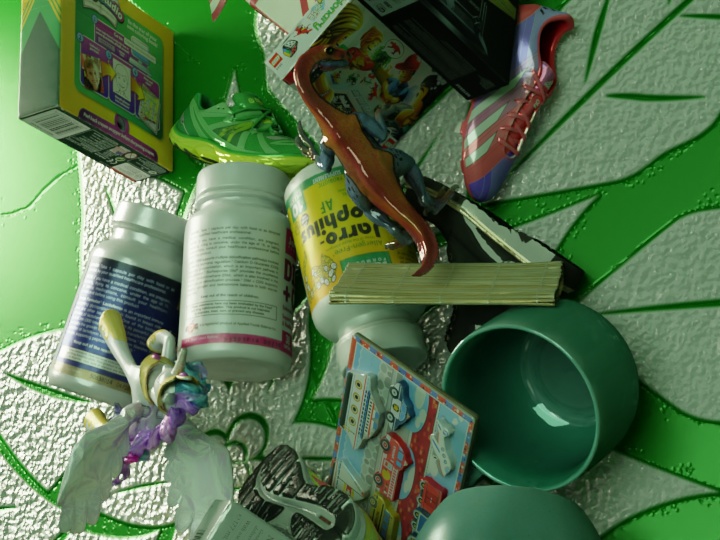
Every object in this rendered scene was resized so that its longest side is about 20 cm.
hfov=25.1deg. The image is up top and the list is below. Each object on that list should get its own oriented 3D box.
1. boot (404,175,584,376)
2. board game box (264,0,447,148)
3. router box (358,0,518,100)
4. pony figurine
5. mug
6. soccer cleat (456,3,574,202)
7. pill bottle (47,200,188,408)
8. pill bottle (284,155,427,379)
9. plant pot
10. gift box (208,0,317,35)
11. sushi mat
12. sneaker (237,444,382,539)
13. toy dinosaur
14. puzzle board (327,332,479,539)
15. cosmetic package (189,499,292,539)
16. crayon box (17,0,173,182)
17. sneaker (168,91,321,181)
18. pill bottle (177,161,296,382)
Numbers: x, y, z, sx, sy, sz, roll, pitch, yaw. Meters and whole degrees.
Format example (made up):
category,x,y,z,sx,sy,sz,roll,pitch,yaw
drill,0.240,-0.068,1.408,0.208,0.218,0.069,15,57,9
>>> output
category,x,y,z,sx,sy,sz,roll,pitch,yaw
boot,0.092,0.008,1.512,0.200,0.077,0.139,35,97,34
board game box,0.008,-0.199,1.548,0.126,0.200,0.035,-49,56,7
router box,0.068,-0.277,1.483,0.052,0.200,0.158,-17,49,37
pony figurine,-0.201,0.144,1.503,0.200,0.166,0.194,29,110,63
mug,0.151,0.103,1.407,0.184,0.114,0.153,-11,100,38
soccer cleat,0.147,-0.160,1.540,0.076,0.067,0.201,7,74,32
pill bottle,-0.236,0.038,1.658,0.115,0.116,0.201,13,81,32
pill bottle,0.000,0.000,1.540,0.112,0.113,0.201,-24,64,21
plant pot,0.122,0.274,1.340,0.200,0.201,0.162,-8,57,27
gift box,-0.036,-0.290,1.612,0.184,0.187,0.200,36,92,33
sushi mat,0.078,0.010,1.419,0.199,0.096,0.012,0,108,10
sneaker,-0.043,0.230,1.492,0.078,0.090,0.200,-51,32,-6
toy dinosaur,0.009,-0.115,1.443,0.105,0.182,0.200,-40,23,0
puzzle board,0.030,0.175,1.453,0.150,0.017,0.201,33,128,33
cosmetic package,-0.069,0.300,1.422,0.113,0.200,0.081,-59,11,-15
crayon box,-0.276,-0.210,1.712,0.058,0.200,0.173,-13,68,25
sneaker,-0.115,-0.142,1.675,0.199,0.074,0.084,18,87,33
pill bottle,-0.120,0.002,1.606,0.113,0.113,0.201,-8,71,27
